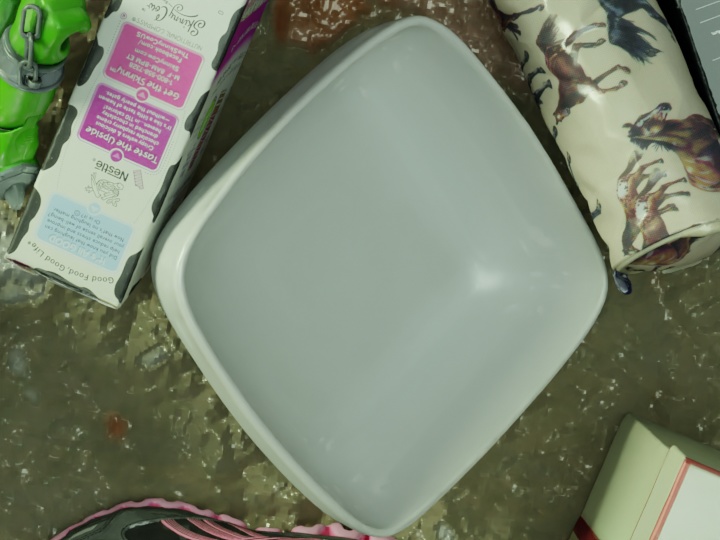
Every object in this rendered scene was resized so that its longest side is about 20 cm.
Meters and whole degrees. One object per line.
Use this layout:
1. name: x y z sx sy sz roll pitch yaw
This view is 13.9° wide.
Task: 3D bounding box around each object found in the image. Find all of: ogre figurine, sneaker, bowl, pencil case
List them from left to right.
1. ogre figurine: -0.187 -0.106 1.370 0.200 0.098 0.120 21 116 31
2. sneaker: -0.065 0.158 1.439 0.199 0.095 0.079 0 98 -4
3. bowl: 0.000 0.000 1.403 0.200 0.075 0.200 -46 119 -20
4. pencil case: 0.116 -0.092 1.411 0.078 0.089 0.201 -21 78 -19

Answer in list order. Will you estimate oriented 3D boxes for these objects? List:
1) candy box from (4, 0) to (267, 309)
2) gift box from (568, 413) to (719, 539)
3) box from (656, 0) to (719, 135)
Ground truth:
1. candy box: -0.091 -0.095 1.372 0.061 0.136 0.201 23 102 0
2. gift box: 0.184 0.196 1.419 0.184 0.187 0.201 18 93 -6
3. box: 0.259 -0.107 1.449 0.199 0.079 0.142 -20 95 -3
